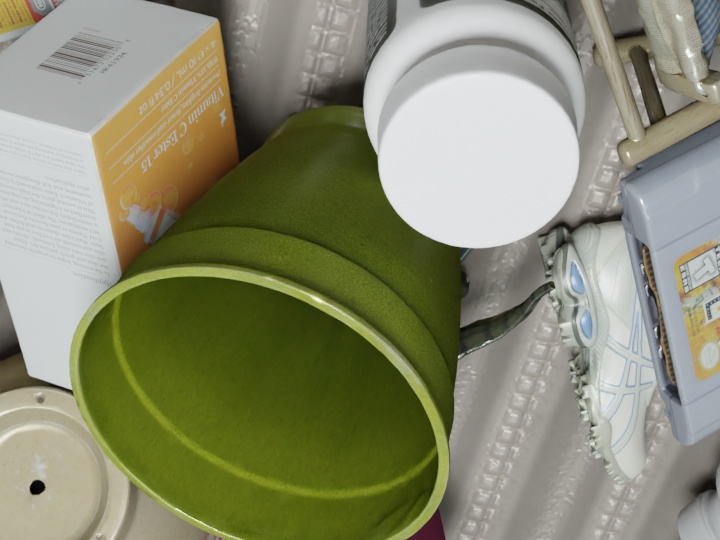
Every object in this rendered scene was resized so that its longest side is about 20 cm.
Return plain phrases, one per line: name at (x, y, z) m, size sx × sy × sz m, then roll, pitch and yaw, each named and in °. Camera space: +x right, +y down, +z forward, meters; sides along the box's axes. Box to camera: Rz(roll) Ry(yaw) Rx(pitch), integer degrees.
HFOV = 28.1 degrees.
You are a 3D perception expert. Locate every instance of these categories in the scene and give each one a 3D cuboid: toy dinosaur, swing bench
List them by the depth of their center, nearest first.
swing bench at (0.193, -0.194, 0.732) m, size 0.198 × 0.130 × 0.200 m, roll -19°, pitch 122°, yaw 13°
toy dinosaur at (0.044, 0.044, 0.923) m, size 0.199 × 0.088 × 0.047 m, roll -35°, pitch 117°, yaw 22°

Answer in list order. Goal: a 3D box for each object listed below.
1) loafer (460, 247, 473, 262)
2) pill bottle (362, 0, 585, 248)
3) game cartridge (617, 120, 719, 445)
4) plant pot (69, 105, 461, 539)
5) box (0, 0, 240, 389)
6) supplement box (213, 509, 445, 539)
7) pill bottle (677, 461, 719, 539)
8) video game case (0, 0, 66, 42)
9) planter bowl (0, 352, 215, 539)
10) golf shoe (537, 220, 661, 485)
loafer at (0.000, 0.000, 0.923) m, size 0.199 × 0.063 × 0.072 m, roll -35°, pitch 86°, yaw 18°
pill bottle at (0.058, -0.105, 0.752) m, size 0.113 × 0.201 × 0.115 m, roll 1°, pitch 125°, yaw 1°
game cartridge at (0.235, 0.002, 0.890) m, size 0.132 × 0.042 × 0.201 m, roll -25°, pitch 122°, yaw -9°
plant pot at (-0.026, 0.015, 0.780) m, size 0.198 × 0.194 × 0.202 m, roll 11°, pitch 133°, yaw 12°
box at (-0.139, -0.038, 0.824) m, size 0.097 × 0.125 × 0.201 m, roll 16°, pitch 135°, yaw 23°
supplement box at (-0.049, 0.193, 0.994) m, size 0.199 × 0.132 × 0.103 m, roll -31°, pitch 135°, yaw 22°
pill bottle at (0.315, 0.143, 0.969) m, size 0.112 × 0.113 × 0.200 m, roll 36°, pitch 119°, yaw -21°
video game case at (-0.225, -0.196, 0.810) m, size 0.198 × 0.018 × 0.144 m, roll -14°, pitch 123°, yaw 11°
planter bowl at (-0.193, 0.139, 0.907) m, size 0.198 × 0.135 × 0.202 m, roll 0°, pitch 80°, yaw 2°
golf shoe at (0.181, 0.056, 0.939) m, size 0.096 × 0.079 × 0.201 m, roll -15°, pitch 124°, yaw 4°
